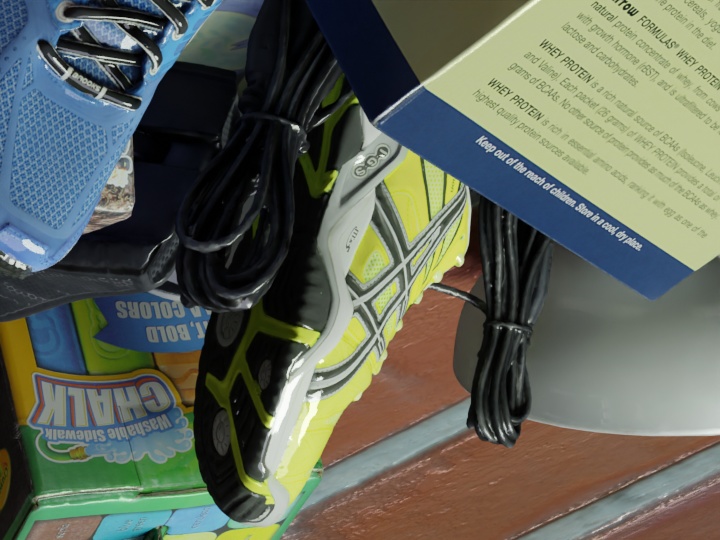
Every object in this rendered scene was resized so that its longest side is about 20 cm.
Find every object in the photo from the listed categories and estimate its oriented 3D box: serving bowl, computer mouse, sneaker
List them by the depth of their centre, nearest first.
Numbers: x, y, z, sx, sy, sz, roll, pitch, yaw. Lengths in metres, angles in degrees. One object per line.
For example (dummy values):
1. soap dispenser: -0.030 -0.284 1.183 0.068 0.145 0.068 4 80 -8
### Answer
1. sneaker: -0.067 -0.094 0.680 0.089 0.200 0.078 4 161 46
2. computer mouse: -0.090 -0.040 0.830 0.200 0.139 0.053 -14 137 43
3. sneaker: 0.000 0.000 0.874 0.076 0.200 0.075 19 -178 -30
4. computer mouse: -0.010 -0.005 0.932 0.200 0.110 0.044 15 180 -24
5. serving bowl: 0.139 0.011 1.080 0.200 0.066 0.200 -2 -165 1

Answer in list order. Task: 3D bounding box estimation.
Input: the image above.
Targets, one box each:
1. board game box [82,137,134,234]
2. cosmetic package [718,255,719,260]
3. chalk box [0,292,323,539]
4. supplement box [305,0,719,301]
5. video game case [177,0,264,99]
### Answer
1. board game box: -0.194 -0.057 0.742 0.200 0.097 0.159 6 166 -38
2. cosmetic package: 0.219 -0.034 0.995 0.087 0.104 0.200 -31 175 31
3. chalk box: -0.100 0.066 0.970 0.124 0.200 0.125 -4 152 -27
4. supplement box: 0.101 -0.122 0.769 0.200 0.134 0.200 -37 149 17
5. video game case: -0.041 -0.106 0.875 0.182 0.022 0.200 5 146 -37
